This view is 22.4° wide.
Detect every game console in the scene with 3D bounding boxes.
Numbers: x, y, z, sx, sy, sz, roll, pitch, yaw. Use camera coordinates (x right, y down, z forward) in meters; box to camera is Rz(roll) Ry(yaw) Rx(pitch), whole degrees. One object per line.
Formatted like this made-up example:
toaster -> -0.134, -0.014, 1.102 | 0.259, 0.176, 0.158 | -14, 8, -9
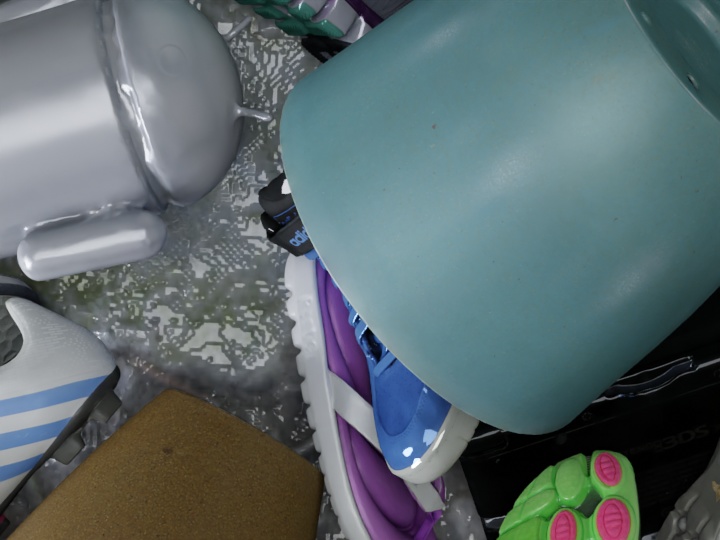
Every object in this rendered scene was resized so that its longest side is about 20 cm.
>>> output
game console -> 0.142, 0.051, 0.942 | 0.199, 0.117, 0.176 | -18, 119, 3

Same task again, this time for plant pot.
plant pot -> 0.092, -0.055, 0.802 | 0.161, 0.200, 0.201 | -38, 88, 28
plant pot -> -0.103, 0.168, 0.888 | 0.186, 0.186, 0.201 | 29, 77, 2

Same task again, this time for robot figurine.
robot figurine -> -0.144, -0.075, 0.908 | 0.199, 0.113, 0.170 | -15, 66, 3

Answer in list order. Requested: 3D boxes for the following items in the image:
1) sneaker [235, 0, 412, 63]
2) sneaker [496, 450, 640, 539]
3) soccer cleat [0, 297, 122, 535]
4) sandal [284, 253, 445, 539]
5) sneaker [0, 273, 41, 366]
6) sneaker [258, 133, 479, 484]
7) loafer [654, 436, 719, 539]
sneaker -> -0.035, -0.172, 0.895 | 0.200, 0.074, 0.088 | 34, 78, -39
sneaker -> 0.107, 0.185, 0.863 | 0.076, 0.084, 0.201 | -5, 69, 24
soccer cleat -> -0.206, 0.101, 0.902 | 0.086, 0.070, 0.200 | 42, 76, -4
sandal -> 0.012, 0.077, 0.912 | 0.050, 0.082, 0.204 | -20, 88, 27
sneaker -> -0.278, 0.005, 0.932 | 0.202, 0.146, 0.077 | -11, 133, -32
sneaker -> -0.001, 0.001, 0.864 | 0.111, 0.077, 0.201 | 24, 50, -27
loafer -> 0.207, 0.098, 0.875 | 0.069, 0.070, 0.200 | 14, 123, -20
